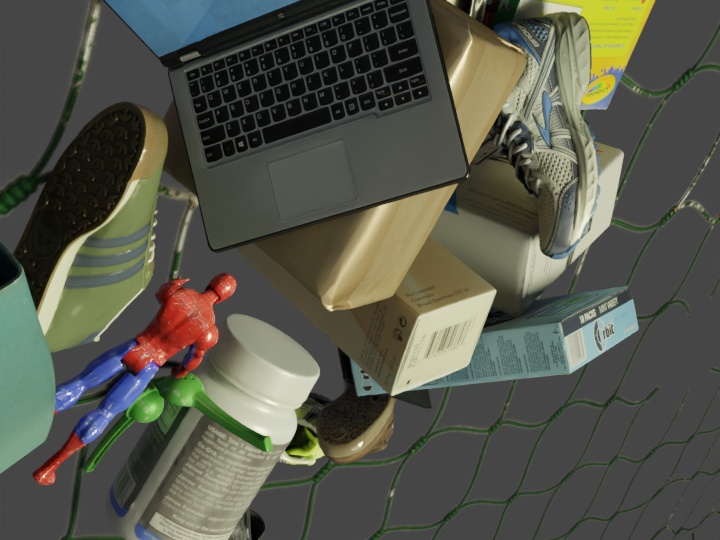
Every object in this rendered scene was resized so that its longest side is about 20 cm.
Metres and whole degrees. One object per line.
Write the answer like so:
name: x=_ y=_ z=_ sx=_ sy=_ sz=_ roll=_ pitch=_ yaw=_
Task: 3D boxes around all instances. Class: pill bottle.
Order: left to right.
pill bottle: x=-0.125 y=0.145 z=0.964 sx=0.114 sy=0.114 sz=0.201 roll=15 pitch=111 yaw=-56

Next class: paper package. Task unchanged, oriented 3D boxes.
paper package: x=-0.020 y=-0.110 z=0.760 sx=0.201 sy=0.190 sz=0.103 roll=-60 pitch=156 yaw=17

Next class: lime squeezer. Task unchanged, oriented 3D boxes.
lime squeezer: x=-0.156 y=0.119 z=0.907 sx=0.038 sy=0.199 sz=0.071 roll=-40 pitch=114 yaw=-56

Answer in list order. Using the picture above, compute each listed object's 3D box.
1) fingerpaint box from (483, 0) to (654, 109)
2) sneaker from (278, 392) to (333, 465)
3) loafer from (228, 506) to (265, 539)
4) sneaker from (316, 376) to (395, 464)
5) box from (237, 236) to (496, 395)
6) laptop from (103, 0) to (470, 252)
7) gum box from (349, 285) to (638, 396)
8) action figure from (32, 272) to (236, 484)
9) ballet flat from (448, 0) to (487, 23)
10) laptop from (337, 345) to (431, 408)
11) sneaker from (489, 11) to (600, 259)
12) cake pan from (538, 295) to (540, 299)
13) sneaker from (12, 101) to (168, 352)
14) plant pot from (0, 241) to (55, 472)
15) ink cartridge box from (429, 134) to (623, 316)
fingerpaint box: x=0.169 y=-0.228 z=0.987 sx=0.199 sy=0.073 sz=0.168 roll=-11 pitch=131 yaw=-43
sneaker: x=-0.060 y=0.164 z=1.101 sx=0.076 sy=0.076 sz=0.200 roll=-57 pitch=149 yaw=7
loafer: x=-0.127 y=0.278 z=1.141 sx=0.070 sy=0.068 sz=0.201 roll=-27 pitch=139 yaw=-18
sneaker: x=0.008 y=0.150 z=1.088 sx=0.200 sy=0.070 sz=0.076 roll=-60 pitch=139 yaw=-68
box: x=0.000 y=0.000 z=0.890 sx=0.095 sy=0.200 sz=0.078 roll=-17 pitch=136 yaw=-42
laptop: x=-0.061 y=-0.126 z=0.651 sx=0.186 sy=0.202 sz=0.116 roll=-14 pitch=178 yaw=25
gum box: x=0.118 y=0.061 z=0.972 sx=0.170 sy=0.199 sz=0.045 roll=-17 pitch=96 yaw=-57
action figure: x=-0.171 y=0.070 z=0.849 sx=0.200 sy=0.065 sz=0.099 roll=-40 pitch=-178 yaw=-1
ballet flat: x=0.068 y=-0.210 z=0.897 sx=0.068 sy=0.068 sz=0.201 roll=-6 pitch=118 yaw=-36
laptop: x=0.050 y=0.010 z=1.054 sx=0.103 sy=0.201 sz=0.177 roll=-20 pitch=156 yaw=24
sneaker: x=0.133 y=-0.106 z=0.878 sx=0.084 sy=0.202 sz=0.077 roll=1 pitch=165 yaw=-10
cake pan: x=0.136 y=0.046 z=1.264 sx=0.200 sy=0.037 sz=0.201 roll=-32 pitch=143 yaw=-28
sneaker: x=-0.176 y=-0.024 z=0.776 sx=0.090 sy=0.067 sz=0.201 roll=9 pitch=121 yaw=-55
plant pot: x=-0.271 y=0.054 z=0.670 sx=0.141 sy=0.141 sz=0.201 roll=-36 pitch=152 yaw=-22
ink cartridge box: x=0.127 y=-0.059 z=0.997 sx=0.200 sy=0.145 sz=0.085 roll=-38 pitch=141 yaw=-47
